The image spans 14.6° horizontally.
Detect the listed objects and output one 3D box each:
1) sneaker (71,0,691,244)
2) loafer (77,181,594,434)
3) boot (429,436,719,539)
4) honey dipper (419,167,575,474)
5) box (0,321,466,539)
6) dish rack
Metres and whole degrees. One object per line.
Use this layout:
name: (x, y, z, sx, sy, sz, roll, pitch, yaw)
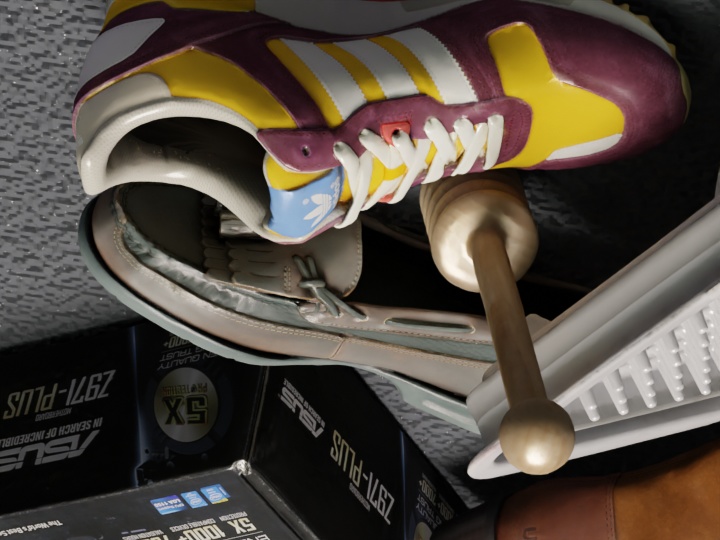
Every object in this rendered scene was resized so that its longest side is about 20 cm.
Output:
sneaker: (0.006, -0.045, 0.915, 0.199, 0.090, 0.075, 4, 141, 9)
loafer: (0.000, 0.000, 0.996, 0.200, 0.072, 0.063, 20, 134, -25)
boot: (0.149, 0.148, 1.083, 0.200, 0.068, 0.189, -20, 95, 30)
honey dipper: (0.046, 0.014, 0.897, 0.038, 0.200, 0.038, -2, 115, -4)
box: (-0.082, 0.107, 1.124, 0.200, 0.086, 0.164, -13, 136, 26)
dish rack: (0.134, 0.002, 0.930, 0.171, 0.044, 0.200, -11, 159, -42)
